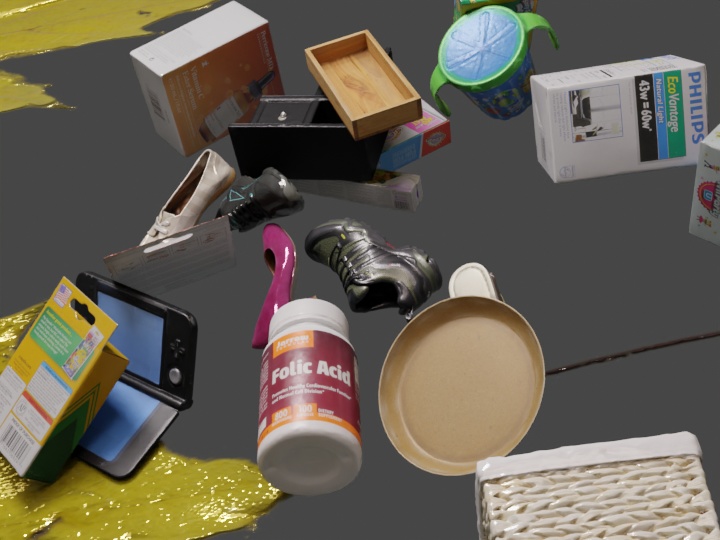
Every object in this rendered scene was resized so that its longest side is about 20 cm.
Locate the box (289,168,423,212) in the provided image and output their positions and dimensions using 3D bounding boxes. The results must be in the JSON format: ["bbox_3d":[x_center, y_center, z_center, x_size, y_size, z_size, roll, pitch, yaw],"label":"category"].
[{"bbox_3d":[-0.008,-0.124,1.475,0.197,0.042,0.039,11,46,25],"label":"box"}]

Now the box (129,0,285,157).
[{"bbox_3d":[-0.236,-0.303,1.635,0.199,0.154,0.106,-33,45,-21],"label":"box"}]

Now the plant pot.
[{"bbox_3d":[0.112,0.126,1.137,0.197,0.027,0.203,-13,63,27],"label":"plant pot"}]

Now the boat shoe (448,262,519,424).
[{"bbox_3d":[0.148,0.091,1.186,0.071,0.059,0.203,-21,59,19],"label":"boat shoe"}]

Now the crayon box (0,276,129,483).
[{"bbox_3d":[-0.352,0.126,1.209,0.125,0.051,0.202,33,90,37],"label":"crayon box"}]

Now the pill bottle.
[{"bbox_3d":[-0.056,0.135,1.153,0.112,0.115,0.202,-8,43,4],"label":"pill bottle"}]

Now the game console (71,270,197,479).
[{"bbox_3d":[-0.305,0.118,1.235,0.198,0.179,0.116,19,22,29],"label":"game console"}]

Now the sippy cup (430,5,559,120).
[{"bbox_3d":[0.199,-0.295,1.528,0.175,0.130,0.142,4,68,32],"label":"sippy cup"}]

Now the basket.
[{"bbox_3d":[0.209,0.267,0.896,0.196,0.200,0.162,-9,46,2],"label":"basket"}]

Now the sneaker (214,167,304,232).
[{"bbox_3d":[-0.139,-0.084,1.409,0.079,0.076,0.199,-48,18,-19],"label":"sneaker"}]

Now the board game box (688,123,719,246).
[{"bbox_3d":[0.497,-0.145,1.304,0.064,0.149,0.200,29,55,33],"label":"board game box"}]

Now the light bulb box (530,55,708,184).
[{"bbox_3d":[0.336,-0.203,1.369,0.196,0.127,0.198,-7,15,5],"label":"light bulb box"}]

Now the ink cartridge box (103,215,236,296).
[{"bbox_3d":[-0.241,-0.027,1.316,0.160,0.201,0.058,-21,71,-10],"label":"ink cartridge box"}]

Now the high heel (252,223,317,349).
[{"bbox_3d":[-0.119,0.018,1.333,0.094,0.068,0.202,-16,53,-13],"label":"high heel"}]

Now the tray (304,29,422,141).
[{"bbox_3d":[0.002,-0.256,1.418,0.097,0.037,0.201,-20,43,-10],"label":"tray"}]

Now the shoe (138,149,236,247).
[{"bbox_3d":[-0.254,-0.085,1.459,0.069,0.054,0.201,18,63,40],"label":"shoe"}]

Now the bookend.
[{"bbox_3d":[-0.061,-0.228,1.499,0.195,0.093,0.202,3,44,16],"label":"bookend"}]

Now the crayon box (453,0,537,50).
[{"bbox_3d":[0.205,-0.390,1.596,0.117,0.200,0.059,-10,72,1],"label":"crayon box"}]

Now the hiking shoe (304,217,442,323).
[{"bbox_3d":[0.000,0.000,1.315,0.198,0.077,0.101,18,47,28],"label":"hiking shoe"}]

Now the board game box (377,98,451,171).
[{"bbox_3d":[0.022,-0.225,1.576,0.151,0.041,0.200,-27,44,-15],"label":"board game box"}]
